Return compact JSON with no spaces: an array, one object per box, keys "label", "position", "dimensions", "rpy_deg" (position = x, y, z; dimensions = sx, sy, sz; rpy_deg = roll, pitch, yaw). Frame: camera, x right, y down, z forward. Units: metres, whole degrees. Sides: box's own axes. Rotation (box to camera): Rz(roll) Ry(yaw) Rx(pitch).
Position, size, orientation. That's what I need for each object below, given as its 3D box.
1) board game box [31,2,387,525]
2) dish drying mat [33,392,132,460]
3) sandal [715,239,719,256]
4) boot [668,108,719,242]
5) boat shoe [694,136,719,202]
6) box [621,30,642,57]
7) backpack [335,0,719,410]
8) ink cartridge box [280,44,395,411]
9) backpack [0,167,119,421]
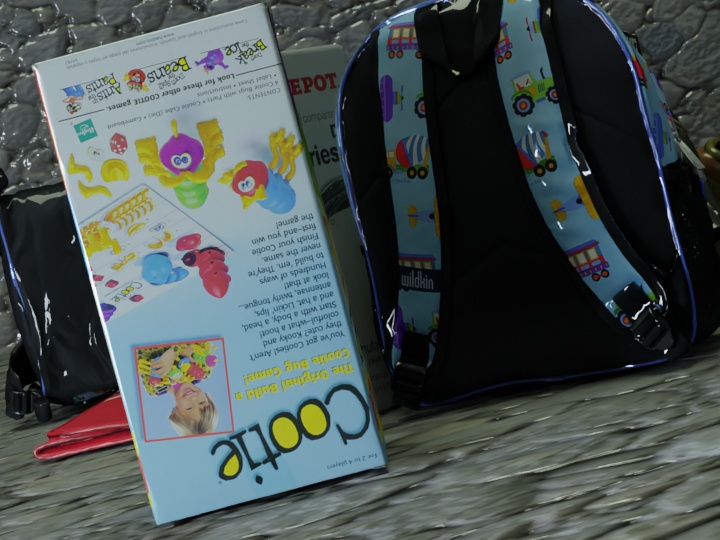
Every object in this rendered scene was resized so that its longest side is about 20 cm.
[{"label":"board game box","position":[-0.063,-0.004,0.869],"dimensions":[0.105,0.200,0.103],"rpy_deg":[-14,2,-1]},{"label":"dish drying mat","position":[-0.154,0.094,1.298],"dimensions":[0.077,0.018,0.200],"rpy_deg":[-12,2,8]},{"label":"sandal","position":[0.216,-0.012,1.025],"dimensions":[0.075,0.045,0.200],"rpy_deg":[-55,14,-21]},{"label":"boot","position":[0.144,-0.001,1.248],"dimensions":[0.077,0.138,0.200],"rpy_deg":[29,-67,-36]},{"label":"boat shoe","position":[0.269,-0.060,1.354],"dimensions":[0.072,0.068,0.200],"rpy_deg":[33,22,19]},{"label":"box","position":[0.070,-0.109,1.240],"dimensions":[0.200,0.049,0.160],"rpy_deg":[-12,-1,17]},{"label":"backpack","position":[0.085,-0.045,1.008],"dimensions":[0.182,0.200,0.134],"rpy_deg":[-13,2,26]},{"label":"ink cartridge box","position":[-0.058,-0.012,1.034],"dimensions":[0.083,0.200,0.146],"rpy_deg":[-12,3,38]},{"label":"backpack","position":[-0.220,0.018,1.593],"dimensions":[0.154,0.200,0.191],"rpy_deg":[-9,-5,-6]}]
